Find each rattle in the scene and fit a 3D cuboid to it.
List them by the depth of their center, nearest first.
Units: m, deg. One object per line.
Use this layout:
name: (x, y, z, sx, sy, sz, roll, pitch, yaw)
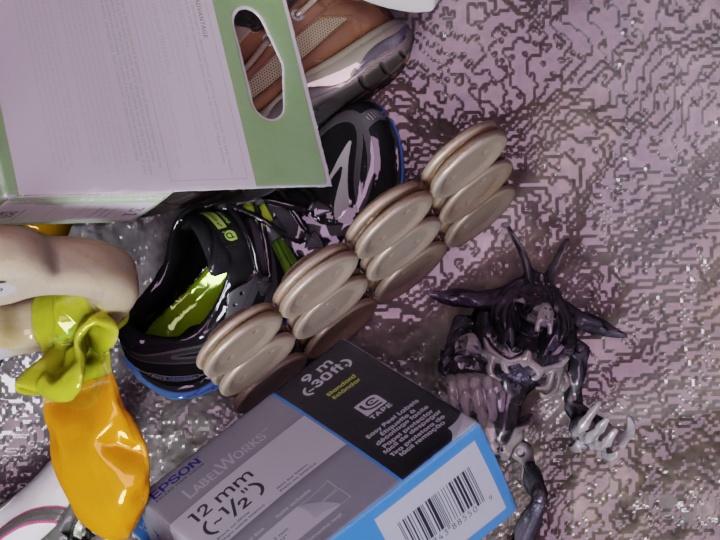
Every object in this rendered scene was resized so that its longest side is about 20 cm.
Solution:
rattle: (-0.177, 0.045, 1.172, 0.129, 0.200, 0.144, 3, 78, 9)

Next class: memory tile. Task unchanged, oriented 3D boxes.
memory tile: (0.000, 0.000, 1.292, 0.200, 0.153, 0.017, -39, 75, -3)

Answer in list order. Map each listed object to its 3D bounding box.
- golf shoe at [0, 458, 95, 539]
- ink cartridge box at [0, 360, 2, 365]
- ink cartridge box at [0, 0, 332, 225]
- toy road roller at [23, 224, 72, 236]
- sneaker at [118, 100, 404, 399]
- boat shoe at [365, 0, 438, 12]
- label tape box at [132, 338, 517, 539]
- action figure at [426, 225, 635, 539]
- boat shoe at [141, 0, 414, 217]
golf shoe: (-0.201, 0.154, 1.327, 0.088, 0.077, 0.201, 34, 88, 8)
ink cartridge box: (-0.275, 0.078, 1.294, 0.135, 0.076, 0.201, 19, 69, -1)
ink cartridge box: (-0.121, -0.099, 1.247, 0.199, 0.048, 0.147, -2, 71, -40)
toy road roller: (-0.217, -0.105, 1.287, 0.199, 0.146, 0.124, 22, 90, -1)
sneaker: (-0.053, -0.013, 1.318, 0.200, 0.083, 0.071, -44, 57, -1)
boat shoe: (-0.028, -0.204, 1.309, 0.199, 0.072, 0.069, 29, 80, 32)
label tape box: (-0.035, 0.108, 1.253, 0.143, 0.200, 0.066, -37, 125, -16)
action figure: (0.088, 0.079, 1.318, 0.118, 0.102, 0.202, 11, 90, -16)
boat shoe: (-0.066, -0.097, 1.324, 0.199, 0.076, 0.072, -32, 82, -20)
